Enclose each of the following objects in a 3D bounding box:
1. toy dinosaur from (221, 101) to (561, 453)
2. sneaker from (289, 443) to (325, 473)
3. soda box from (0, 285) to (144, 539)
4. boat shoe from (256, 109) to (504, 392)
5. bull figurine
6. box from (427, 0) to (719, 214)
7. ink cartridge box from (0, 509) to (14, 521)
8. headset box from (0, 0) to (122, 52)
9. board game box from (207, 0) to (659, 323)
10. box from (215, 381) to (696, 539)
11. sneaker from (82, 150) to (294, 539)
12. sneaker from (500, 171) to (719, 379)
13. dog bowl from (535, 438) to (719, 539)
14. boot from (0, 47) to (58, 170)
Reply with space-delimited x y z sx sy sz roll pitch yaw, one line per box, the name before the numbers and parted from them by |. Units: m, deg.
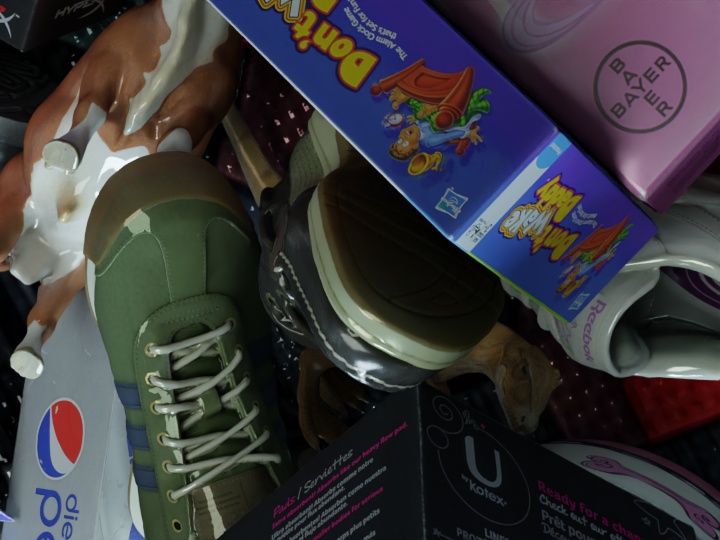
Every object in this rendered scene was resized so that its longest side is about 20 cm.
toy dinosaur | 0.000 0.009 0.950 0.200 0.060 0.106 37 116 23
sneaker | -0.074 0.140 1.022 0.079 0.075 0.200 41 122 13
soda box | -0.103 0.108 0.977 0.068 0.063 0.200 1 81 48
boat shoe | -0.001 -0.001 0.808 0.072 0.201 0.066 31 108 -15
bull figurine | -0.092 -0.053 0.909 0.065 0.121 0.200 30 128 -6
box | 0.084 -0.150 0.777 0.200 0.097 0.176 45 96 9
ink cartridge box | -0.266 0.058 1.000 0.200 0.043 0.198 41 158 -24
headset box | -0.143 -0.211 0.933 0.149 0.077 0.200 30 119 16
board game box | -0.003 -0.076 0.756 0.045 0.134 0.200 -47 68 5
box | 0.006 0.151 0.800 0.132 0.115 0.200 29 129 -27
sneaker | -0.051 0.058 0.861 0.090 0.067 0.200 -121 21 -43
sneaker | 0.081 -0.013 0.861 0.200 0.100 0.075 17 124 30
dog bowl | 0.086 0.156 0.940 0.200 0.074 0.200 11 113 26
boot | -0.209 -0.009 1.047 0.165 0.066 0.200 27 116 28
